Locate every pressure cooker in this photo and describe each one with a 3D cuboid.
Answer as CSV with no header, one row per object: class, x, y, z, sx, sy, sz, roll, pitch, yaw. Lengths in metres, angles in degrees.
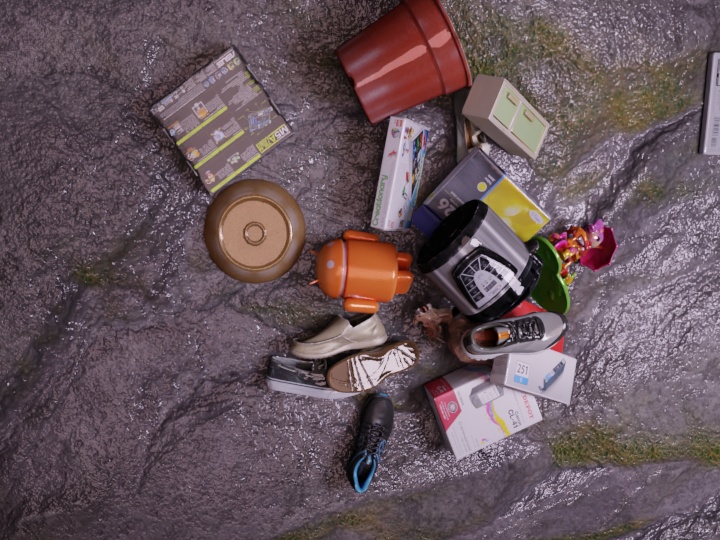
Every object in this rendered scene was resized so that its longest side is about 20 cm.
pressure cooker,0.225,-0.007,1.213,0.200,0.175,0.179,44,63,-12

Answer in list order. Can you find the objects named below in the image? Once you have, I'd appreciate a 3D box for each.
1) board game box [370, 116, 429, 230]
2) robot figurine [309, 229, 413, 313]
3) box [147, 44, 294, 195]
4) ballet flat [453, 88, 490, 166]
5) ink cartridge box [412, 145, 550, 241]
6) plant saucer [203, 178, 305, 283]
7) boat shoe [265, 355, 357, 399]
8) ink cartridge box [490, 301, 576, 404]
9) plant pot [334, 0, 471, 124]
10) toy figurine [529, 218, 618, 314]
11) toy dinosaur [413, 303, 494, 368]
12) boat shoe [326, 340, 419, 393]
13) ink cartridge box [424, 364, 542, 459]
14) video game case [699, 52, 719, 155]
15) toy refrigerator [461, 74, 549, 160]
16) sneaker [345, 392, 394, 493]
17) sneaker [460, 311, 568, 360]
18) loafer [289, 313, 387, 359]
board game box,0.076,-0.177,1.248,0.034,0.126,0.204,14,98,25
robot figurine,0.000,0.001,1.268,0.196,0.117,0.147,4,98,-8
box,-0.255,-0.276,1.231,0.199,0.048,0.194,-37,104,-2
ballet flat,0.219,-0.254,1.279,0.067,0.063,0.204,-14,100,-32
ink cartridge box,0.227,-0.100,1.288,0.197,0.047,0.200,39,110,-11
plant saucer,-0.202,-0.072,1.272,0.196,0.035,0.204,-1,99,-8
boat shoe,-0.089,0.205,1.309,0.196,0.072,0.072,4,102,-6
ink cartridge box,0.349,0.156,1.310,0.198,0.044,0.179,20,76,-33
plant pot,0.069,-0.375,1.192,0.193,0.201,0.203,-27,101,6
toy figurine,0.421,-0.040,1.302,0.183,0.150,0.201,-33,144,-14
toy dinosaur,0.196,0.133,1.321,0.135,0.086,0.202,-33,93,-1
boat shoe,0.019,0.187,1.301,0.197,0.065,0.073,-19,93,-23
ink cartridge box,0.249,0.270,1.357,0.197,0.086,0.150,-23,101,-3
video game case,0.794,-0.338,1.368,0.179,0.022,0.204,1,98,-7
toy refrigerator,0.275,-0.279,1.229,0.199,0.069,0.077,22,92,-49
sneaker,0.026,0.350,1.342,0.072,0.082,0.203,14,95,-7
sneaker,0.281,0.118,1.203,0.197,0.079,0.075,-13,75,2
loafer,-0.046,0.124,1.306,0.197,0.076,0.070,-10,99,-15
